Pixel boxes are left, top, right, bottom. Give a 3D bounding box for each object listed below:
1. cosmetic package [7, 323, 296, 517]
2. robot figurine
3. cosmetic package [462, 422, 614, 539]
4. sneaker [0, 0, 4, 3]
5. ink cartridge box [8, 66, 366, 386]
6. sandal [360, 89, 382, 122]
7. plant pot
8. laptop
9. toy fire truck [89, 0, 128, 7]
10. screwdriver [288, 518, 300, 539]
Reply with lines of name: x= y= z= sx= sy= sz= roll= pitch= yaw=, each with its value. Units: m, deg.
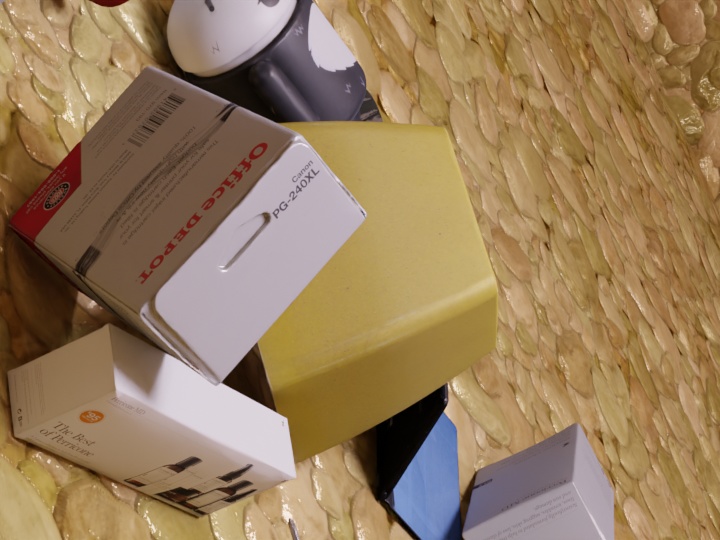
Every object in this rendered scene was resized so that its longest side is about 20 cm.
cosmetic package: x=-0.129 y=0.101 z=1.239 sx=0.200 sy=0.082 sz=0.051 roll=34 pitch=36 yaw=-51
robot figurine: x=-0.072 y=-0.169 z=1.605 sx=0.200 sy=0.150 sz=0.125 roll=51 pitch=61 yaw=-31
cosmetic package: x=0.160 y=0.213 z=1.704 sx=0.082 sy=0.112 sz=0.200 roll=62 pitch=9 yaw=-4
sneaker: x=-0.289 y=-0.225 z=1.173 sx=0.199 sy=0.076 sz=0.093 roll=18 pitch=60 yaw=-17
ink cartridge box: x=-0.112 y=-0.032 z=1.216 sx=0.200 sy=0.145 sz=0.083 roll=29 pitch=-16 yaw=52
sandal: x=-0.020 y=-0.075 z=1.723 sx=0.079 sy=0.057 sz=0.203 roll=1 pitch=80 yaw=-33
plant pot: x=0.000 y=0.000 z=1.426 sx=0.200 sy=0.175 sz=0.201 roll=82 pitch=-8 yaw=-69
laptop: x=0.075 y=0.123 z=1.651 sx=0.115 sy=0.201 sz=0.188 roll=17 pitch=40 yaw=-16
toy fire truck: x=-0.184 y=-0.301 z=1.402 sx=0.112 sy=0.199 sz=0.169 roll=20 pitch=52 yaw=-55
screwdriver: x=-0.019 y=0.274 z=1.381 sx=0.029 sy=0.028 sz=0.201 roll=98 pitch=-27 yaw=-72
